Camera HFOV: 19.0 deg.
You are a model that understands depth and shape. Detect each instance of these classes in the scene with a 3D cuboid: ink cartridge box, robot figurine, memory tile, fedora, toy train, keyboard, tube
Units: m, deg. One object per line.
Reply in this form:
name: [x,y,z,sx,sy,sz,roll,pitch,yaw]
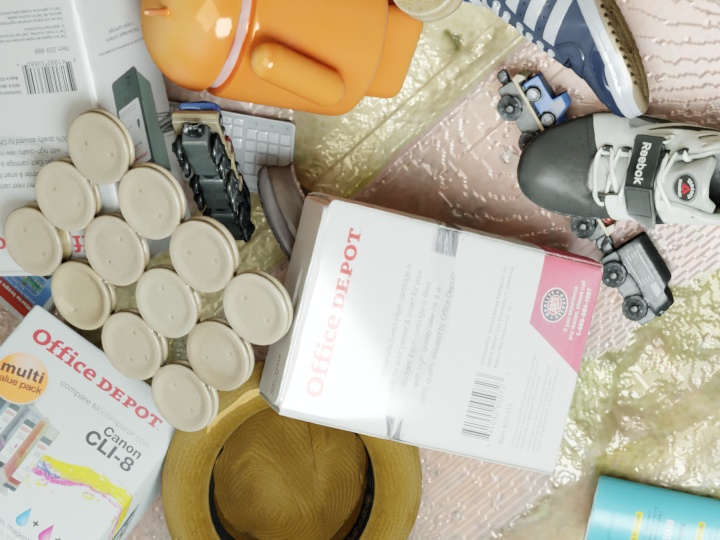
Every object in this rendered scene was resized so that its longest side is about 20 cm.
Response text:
ink cartridge box: [-0.211,-0.105,1.492,0.145,0.084,0.202,0,108,32]
ink cartridge box: [-0.239,0.158,1.533,0.145,0.200,0.145,35,152,4]
robot figurine: [-0.059,-0.167,1.430,0.117,0.198,0.145,142,131,-57]
memory tile: [-0.143,0.002,1.429,0.200,0.017,0.153,45,127,7]
fedora: [-0.051,0.142,1.542,0.199,0.082,0.202,-2,115,-5]
toy train: [-0.097,-0.069,1.458,0.034,0.200,0.046,2,73,5]
keyboard: [-0.142,-0.096,1.558,0.198,0.011,0.057,11,107,14]
tube: [0.257,0.191,1.502,0.198,0.050,0.078,13,115,7]
ink cartridge box: [0.045,0.040,1.443,0.198,0.083,0.148,14,93,-14]
toy train: [0.155,-0.055,1.469,0.046,0.034,0.201,-31,94,18]

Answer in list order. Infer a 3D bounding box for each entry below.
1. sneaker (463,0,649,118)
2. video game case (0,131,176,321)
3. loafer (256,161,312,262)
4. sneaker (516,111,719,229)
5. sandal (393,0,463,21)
sneaker: [0.107,-0.174,1.431,0.108,0.070,0.201,-28,88,16]
video game case: [-0.238,-0.073,1.581,0.143,0.017,0.200,41,114,1]
loafer: [0.000,0.000,1.517,0.071,0.073,0.201,-36,95,2]
sneaker: [0.200,-0.065,1.407,0.198,0.089,0.075,2,95,6]
sandal: [0.021,-0.270,1.390,0.077,0.070,0.214,-17,76,20]
